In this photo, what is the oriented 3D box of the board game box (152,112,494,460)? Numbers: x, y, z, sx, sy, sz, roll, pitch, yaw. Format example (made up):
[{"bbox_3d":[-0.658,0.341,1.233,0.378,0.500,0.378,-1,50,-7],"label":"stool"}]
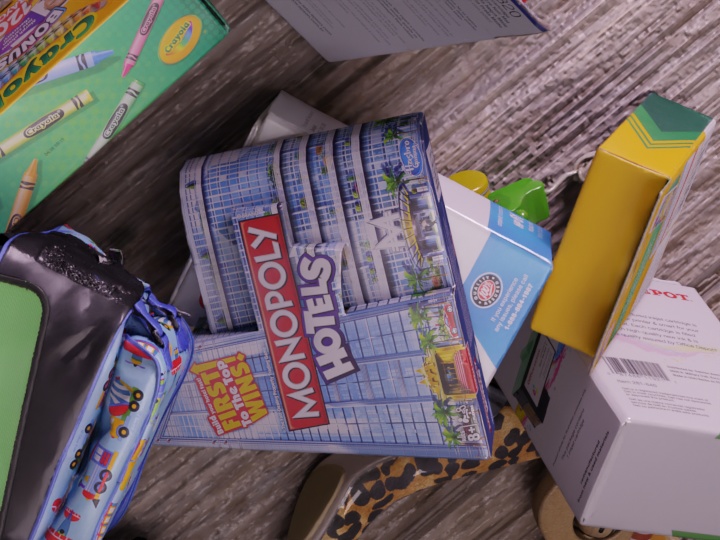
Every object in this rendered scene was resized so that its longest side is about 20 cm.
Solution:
[{"bbox_3d":[-0.038,0.027,1.265,0.198,0.062,0.201,-12,105,9],"label":"board game box"}]

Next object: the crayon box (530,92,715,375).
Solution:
[{"bbox_3d":[0.164,-0.028,1.350,0.051,0.200,0.126,23,111,10],"label":"crayon box"}]

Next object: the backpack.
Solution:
[{"bbox_3d":[-0.176,0.068,1.218,0.134,0.200,0.184,25,96,0],"label":"backpack"}]

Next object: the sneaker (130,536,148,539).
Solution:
[{"bbox_3d":[-0.166,0.200,1.393,0.110,0.077,0.200,-18,149,-14],"label":"sneaker"}]

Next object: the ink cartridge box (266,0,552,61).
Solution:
[{"bbox_3d":[-0.011,-0.199,1.202,0.199,0.199,0.041,43,65,-32],"label":"ink cartridge box"}]

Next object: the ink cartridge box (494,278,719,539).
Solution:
[{"bbox_3d":[0.183,0.084,1.409,0.144,0.200,0.084,10,117,-23],"label":"ink cartridge box"}]

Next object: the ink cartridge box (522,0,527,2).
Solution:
[{"bbox_3d":[0.079,-0.238,1.236,0.116,0.067,0.200,-43,122,7],"label":"ink cartridge box"}]

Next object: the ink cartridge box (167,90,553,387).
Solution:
[{"bbox_3d":[0.000,0.000,1.329,0.199,0.085,0.145,27,107,-4],"label":"ink cartridge box"}]

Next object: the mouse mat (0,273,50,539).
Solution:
[{"bbox_3d":[-0.256,0.087,1.115,0.160,0.008,0.202,13,96,-3],"label":"mouse mat"}]

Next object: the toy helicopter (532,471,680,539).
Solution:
[{"bbox_3d":[0.195,0.198,1.548,0.132,0.079,0.200,-45,125,9],"label":"toy helicopter"}]

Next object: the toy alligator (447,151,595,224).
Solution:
[{"bbox_3d":[0.084,-0.030,1.399,0.199,0.054,0.060,-19,122,-8],"label":"toy alligator"}]

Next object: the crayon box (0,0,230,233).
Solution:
[{"bbox_3d":[-0.177,-0.112,1.228,0.200,0.119,0.058,-41,122,5],"label":"crayon box"}]

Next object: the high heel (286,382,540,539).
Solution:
[{"bbox_3d":[0.039,0.160,1.472,0.142,0.071,0.201,27,97,-22],"label":"high heel"}]
